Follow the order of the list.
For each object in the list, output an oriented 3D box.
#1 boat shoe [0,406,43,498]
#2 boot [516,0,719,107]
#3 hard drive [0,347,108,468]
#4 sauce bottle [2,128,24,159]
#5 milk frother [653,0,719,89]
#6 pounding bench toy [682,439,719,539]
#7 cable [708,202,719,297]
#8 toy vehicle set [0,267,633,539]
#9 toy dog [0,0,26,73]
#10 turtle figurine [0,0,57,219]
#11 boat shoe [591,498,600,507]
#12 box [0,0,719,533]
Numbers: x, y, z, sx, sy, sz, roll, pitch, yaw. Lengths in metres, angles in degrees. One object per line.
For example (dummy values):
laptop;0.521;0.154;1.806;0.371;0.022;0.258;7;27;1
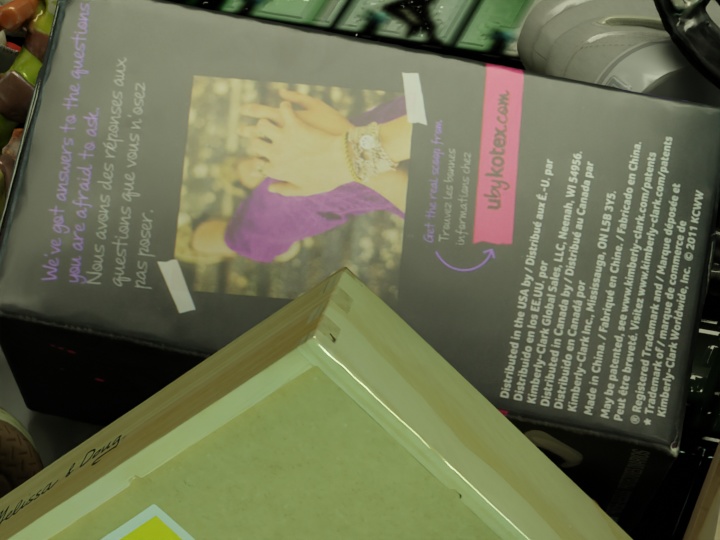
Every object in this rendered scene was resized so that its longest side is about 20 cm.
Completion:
boat shoe;-0.188;0.078;0.831;0.199;0.072;0.076;-21;27;0
boot;0.155;-0.067;1.005;0.199;0.074;0.096;5;27;-25
hard drive;-0.105;0.092;0.870;0.132;0.025;0.200;-20;40;-22
sauce bottle;-0.032;-0.002;0.961;0.199;0.066;0.066;13;39;14
milk frother;0.182;-0.066;0.841;0.200;0.188;0.181;40;55;2
pounding bench toy;0.175;0.125;0.721;0.199;0.125;0.156;16;39;2
cable;0.117;0.002;0.984;0.200;0.050;0.097;31;29;20
toy vehicle set;-0.031;0.092;0.699;0.200;0.124;0.027;-33;20;35
toy dog;-0.173;-0.104;1.078;0.199;0.097;0.132;-10;38;-10
turtle figurine;-0.139;-0.009;0.875;0.200;0.064;0.161;-46;7;7
boat shoe;-0.028;0.088;0.807;0.199;0.072;0.072;-10;6;2
box;0.000;0.000;0.855;0.199;0.122;0.107;12;74;3
